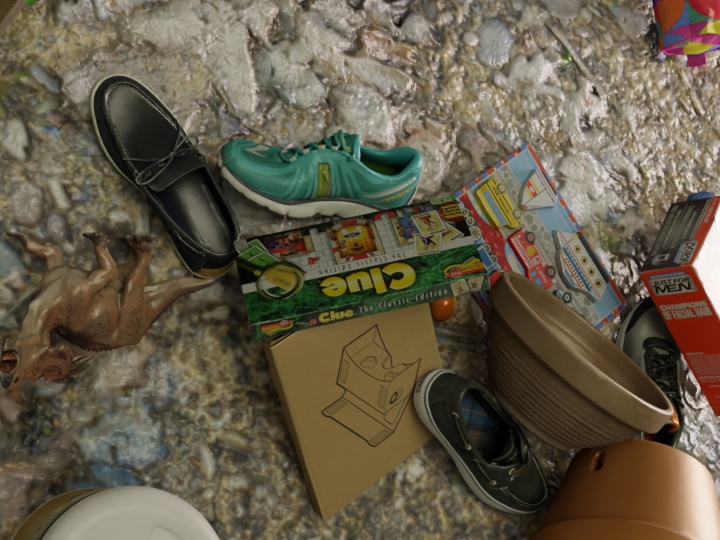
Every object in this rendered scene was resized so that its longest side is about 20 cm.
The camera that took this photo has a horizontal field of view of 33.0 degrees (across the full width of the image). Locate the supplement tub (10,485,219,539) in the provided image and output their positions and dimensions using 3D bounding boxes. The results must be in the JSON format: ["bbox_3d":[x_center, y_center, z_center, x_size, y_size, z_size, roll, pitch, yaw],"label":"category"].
[{"bbox_3d":[-0.190,0.235,0.908,0.143,0.200,0.146,4,79,-23],"label":"supplement tub"}]

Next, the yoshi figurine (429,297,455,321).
[{"bbox_3d":[0.003,0.014,1.093,0.198,0.112,0.114,2,86,-21],"label":"yoshi figurine"}]

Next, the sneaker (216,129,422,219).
[{"bbox_3d":[-0.035,-0.097,1.101,0.198,0.080,0.078,5,46,-29],"label":"sneaker"}]

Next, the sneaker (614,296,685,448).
[{"bbox_3d":[0.298,0.122,1.222,0.073,0.079,0.202,16,73,-19],"label":"sneaker"}]

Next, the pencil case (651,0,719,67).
[{"bbox_3d":[0.352,-0.330,1.332,0.088,0.088,0.202,-4,84,-25],"label":"pencil case"}]

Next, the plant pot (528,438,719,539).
[{"bbox_3d":[0.253,0.250,1.125,0.199,0.200,0.141,30,54,-17],"label":"plant pot"}]

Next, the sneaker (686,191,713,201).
[{"bbox_3d":[0.435,-0.050,1.321,0.198,0.077,0.086,5,74,-24],"label":"sneaker"}]

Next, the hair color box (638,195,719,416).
[{"bbox_3d":[0.364,0.038,1.233,0.201,0.064,0.111,55,49,-25],"label":"hair color box"}]

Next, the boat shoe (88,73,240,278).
[{"bbox_3d":[-0.165,-0.086,1.058,0.074,0.062,0.201,-32,93,-24],"label":"boat shoe"}]

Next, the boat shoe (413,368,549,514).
[{"bbox_3d":[0.122,0.165,1.117,0.200,0.056,0.069,47,66,-31],"label":"boat shoe"}]

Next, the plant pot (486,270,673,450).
[{"bbox_3d":[0.182,0.098,1.121,0.200,0.201,0.093,36,103,-15],"label":"plant pot"}]

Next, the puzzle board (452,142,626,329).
[{"bbox_3d":[0.171,-0.010,1.223,0.150,0.017,0.201,-35,96,-26],"label":"puzzle board"}]

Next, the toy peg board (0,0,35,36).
[{"bbox_3d":[-0.308,-0.302,0.969,0.201,0.199,0.098,54,49,-6],"label":"toy peg board"}]

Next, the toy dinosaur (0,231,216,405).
[{"bbox_3d":[-0.220,0.038,1.003,0.199,0.085,0.137,1,90,-41],"label":"toy dinosaur"}]

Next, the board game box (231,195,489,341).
[{"bbox_3d":[-0.002,-0.004,1.012,0.198,0.024,0.105,-12,46,-7],"label":"board game box"}]

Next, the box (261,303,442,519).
[{"bbox_3d":[0.004,0.099,1.063,0.163,0.021,0.201,-33,128,-25],"label":"box"}]
